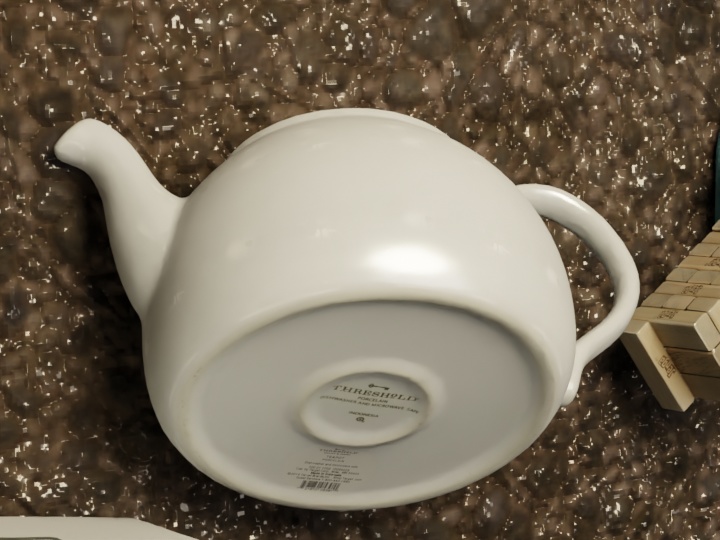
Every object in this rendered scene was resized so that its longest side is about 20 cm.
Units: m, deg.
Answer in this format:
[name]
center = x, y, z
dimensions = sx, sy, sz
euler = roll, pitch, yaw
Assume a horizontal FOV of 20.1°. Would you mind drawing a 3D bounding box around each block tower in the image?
[block tower]
center = 0.218, -0.012, 1.025
dimensions = 0.200, 0.058, 0.054
euler = -44, 113, -22

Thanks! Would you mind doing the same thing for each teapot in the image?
[teapot]
center = 0.000, 0.000, 0.876
dimensions = 0.200, 0.196, 0.147
euler = 49, 27, -46

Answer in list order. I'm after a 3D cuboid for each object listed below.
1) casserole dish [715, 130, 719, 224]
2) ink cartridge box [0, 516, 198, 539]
[casserole dish]
center = 0.261, -0.042, 1.106
dimensions = 0.198, 0.039, 0.123
euler = 0, 91, -34
[ink cartridge box]
center = -0.113, 0.181, 0.776
dimensions = 0.145, 0.199, 0.148
euler = 3, 90, -31
